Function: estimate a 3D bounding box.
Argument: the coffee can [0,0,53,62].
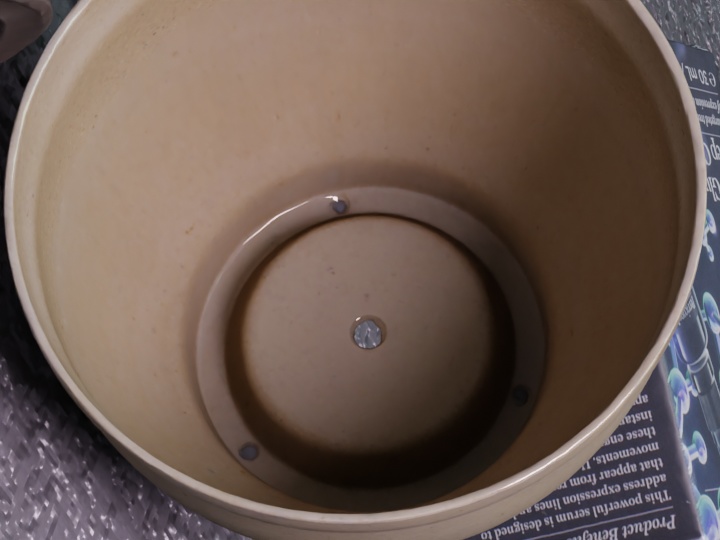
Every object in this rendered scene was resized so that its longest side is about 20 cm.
[{"bbox_3d":[-0.161,-0.134,0.618,0.146,0.146,0.201,-6,81,-65],"label":"coffee can"}]

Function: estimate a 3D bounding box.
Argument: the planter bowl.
[{"bbox_3d":[0.000,0.000,0.856,0.135,0.199,0.202,85,0,-67],"label":"planter bowl"}]

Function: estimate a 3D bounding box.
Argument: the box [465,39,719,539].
[{"bbox_3d":[0.087,0.016,1.094,0.148,0.106,0.202,2,75,-65],"label":"box"}]

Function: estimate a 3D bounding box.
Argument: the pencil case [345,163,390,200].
[{"bbox_3d":[0.016,-0.112,1.003,0.078,0.086,0.200,62,39,-26],"label":"pencil case"}]
